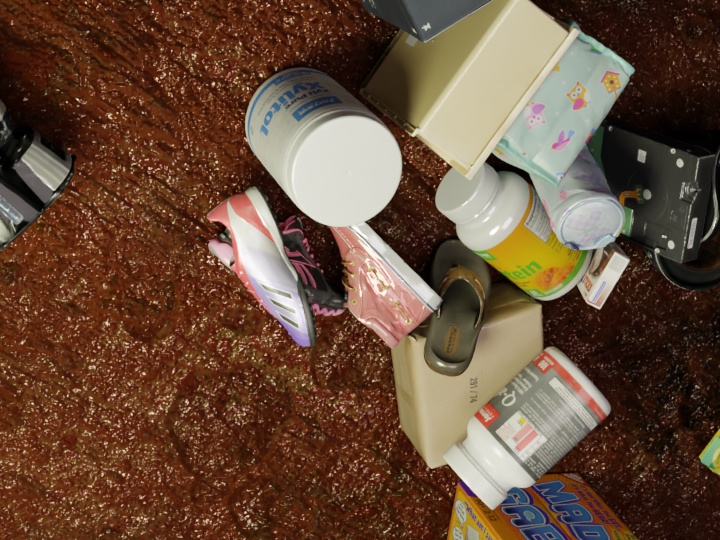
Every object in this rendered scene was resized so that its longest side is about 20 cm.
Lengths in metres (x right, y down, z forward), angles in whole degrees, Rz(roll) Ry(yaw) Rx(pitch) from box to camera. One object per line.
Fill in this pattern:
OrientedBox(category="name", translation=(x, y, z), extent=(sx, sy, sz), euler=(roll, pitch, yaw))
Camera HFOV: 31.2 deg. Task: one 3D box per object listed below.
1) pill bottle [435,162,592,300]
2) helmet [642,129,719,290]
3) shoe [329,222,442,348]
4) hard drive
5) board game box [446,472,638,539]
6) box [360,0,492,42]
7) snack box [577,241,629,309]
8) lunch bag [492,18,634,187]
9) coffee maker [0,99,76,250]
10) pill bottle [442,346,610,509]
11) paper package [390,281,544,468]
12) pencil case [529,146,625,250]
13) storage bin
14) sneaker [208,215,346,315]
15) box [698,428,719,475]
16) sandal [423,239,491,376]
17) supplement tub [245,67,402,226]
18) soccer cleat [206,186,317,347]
OrientedBox(category="pill bottle", translation=(0.192, -0.056, 1.634), extent=(0.200, 0.111, 0.111), euler=(35, 97, -30))
OrientedBox(category="helmet", translation=(0.454, -0.080, 1.681), extent=(0.200, 0.191, 0.200), euler=(6, 75, -24))
OrientedBox(category="shoe", translation=(0.000, 0.000, 1.574), extent=(0.200, 0.071, 0.091), euler=(45, 91, -2))
OrientedBox(category="hard drive", translation=(0.349, -0.107, 1.622), extent=(0.038, 0.200, 0.140), euler=(-13, 117, -35))
OrientedBox(category="board game box", translation=(0.249, 0.427, 1.820), extent=(0.200, 0.200, 0.200), euler=(-1, 113, -21))
OrientedBox(category="box", translation=(0.037, -0.372, 1.394), extent=(0.104, 0.182, 0.200), euler=(-33, 121, -5))
OrientedBox(category="snack box", translation=(0.305, -0.006, 1.655), extent=(0.024, 0.200, 0.072), euler=(28, 101, -2))
OrientedBox(category="lunch bag", translation=(0.211, -0.205, 1.530), extent=(0.122, 0.200, 0.170), euler=(33, 96, -15))
OrientedBox(category="coffee maker", translation=(-0.436, -0.120, 1.369), extent=(0.192, 0.135, 0.200), euler=(-29, 122, 20))
OrientedBox(category="pill bottle", translation=(0.209, 0.202, 1.635), extent=(0.200, 0.116, 0.116), euler=(-43, 121, -1))
OrientedBox(category="paper package", translation=(0.144, 0.134, 1.706), extent=(0.191, 0.103, 0.200), euler=(-14, 116, -15))
OrientedBox(category="pencil case", translation=(0.257, -0.113, 1.581), extent=(0.091, 0.200, 0.083), euler=(23, 123, -32))
OrientedBox(category="storage bin", translation=(0.113, -0.238, 1.472), extent=(0.094, 0.199, 0.200), euler=(31, 99, -30))
OrientedBox(category="sneaker", translation=(-0.084, -0.015, 1.575), extent=(0.200, 0.079, 0.095), euler=(31, 88, -30))
OrientedBox(category="box", translation=(0.609, 0.279, 1.984), extent=(0.200, 0.048, 0.117), euler=(29, 100, -31))
OrientedBox(category="sandal", translation=(0.119, 0.038, 1.608), extent=(0.082, 0.200, 0.055), euler=(13, 143, 4))
OrientedBox(category="supplement tub", translation=(-0.045, -0.143, 1.452), extent=(0.132, 0.200, 0.132), euler=(-8, 115, -18))
OrientedBox(category="soccer cleat", translation=(-0.110, 0.005, 1.500), extent=(0.073, 0.068, 0.200), euler=(-24, 101, -8))
